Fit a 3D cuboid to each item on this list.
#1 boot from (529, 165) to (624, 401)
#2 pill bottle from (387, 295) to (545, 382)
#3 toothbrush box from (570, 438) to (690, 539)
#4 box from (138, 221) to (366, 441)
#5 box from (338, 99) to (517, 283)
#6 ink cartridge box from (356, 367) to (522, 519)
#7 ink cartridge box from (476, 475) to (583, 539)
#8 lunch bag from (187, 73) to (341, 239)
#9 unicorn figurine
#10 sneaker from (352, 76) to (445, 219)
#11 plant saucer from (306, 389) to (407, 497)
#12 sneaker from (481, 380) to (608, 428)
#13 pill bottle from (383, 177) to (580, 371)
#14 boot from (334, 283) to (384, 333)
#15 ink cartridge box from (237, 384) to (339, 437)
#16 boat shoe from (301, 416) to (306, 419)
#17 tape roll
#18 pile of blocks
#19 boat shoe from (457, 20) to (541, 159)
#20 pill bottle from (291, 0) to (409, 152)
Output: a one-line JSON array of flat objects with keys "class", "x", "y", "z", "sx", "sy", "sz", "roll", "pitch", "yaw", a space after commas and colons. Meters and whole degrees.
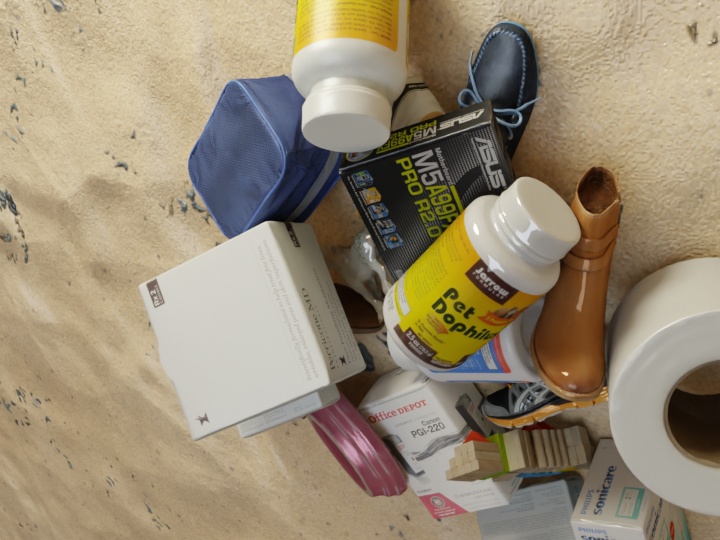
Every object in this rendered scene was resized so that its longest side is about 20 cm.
[{"class": "boot", "x": 0.213, "y": 0.009, "z": 0.708, "sx": 0.073, "sy": 0.201, "sz": 0.156, "roll": 6, "pitch": 133, "yaw": 4}, {"class": "pill bottle", "x": 0.127, "y": 0.075, "z": 0.862, "sx": 0.199, "sy": 0.112, "sz": 0.113, "roll": -8, "pitch": 113, "yaw": 47}, {"class": "toothbrush box", "x": 0.328, "y": 0.324, "z": 0.867, "sx": 0.085, "sy": 0.146, "sz": 0.202, "roll": -8, "pitch": 112, "yaw": 36}, {"class": "box", "x": -0.129, "y": 0.070, "z": 0.891, "sx": 0.198, "sy": 0.131, "sz": 0.201, "roll": -24, "pitch": 84, "yaw": 19}, {"class": "box", "x": 0.088, "y": -0.060, "z": 0.761, "sx": 0.158, "sy": 0.045, "sz": 0.201, "roll": -13, "pitch": 129, "yaw": 20}, {"class": "ink cartridge box", "x": 0.110, "y": 0.226, "z": 0.997, "sx": 0.145, "sy": 0.085, "sz": 0.201, "roll": -30, "pitch": 97, "yaw": 43}, {"class": "ink cartridge box", "x": 0.241, "y": 0.387, "z": 0.964, "sx": 0.159, "sy": 0.047, "sz": 0.202, "roll": -30, "pitch": 64, "yaw": 42}, {"class": "lunch bag", "x": -0.099, "y": -0.142, "z": 0.877, "sx": 0.137, "sy": 0.132, "sz": 0.200, "roll": 58, "pitch": 135, "yaw": 13}, {"class": "unicorn figurine", "x": 0.000, "y": 0.000, "z": 0.941, "sx": 0.138, "sy": 0.074, "sz": 0.200, "roll": 49, "pitch": 132, "yaw": 10}, {"class": "sneaker", "x": 0.039, "y": -0.136, "z": 0.836, "sx": 0.200, "sy": 0.075, "sz": 0.088, "roll": -52, "pitch": 54, "yaw": 52}, {"class": "plant saucer", "x": -0.014, "y": 0.250, "z": 1.058, "sx": 0.201, "sy": 0.051, "sz": 0.201, "roll": 47, "pitch": 163, "yaw": 19}, {"class": "sneaker", "x": 0.224, "y": 0.129, "z": 0.871, "sx": 0.199, "sy": 0.078, "sz": 0.078, "roll": -29, "pitch": 88, "yaw": 38}, {"class": "pill bottle", "x": 0.115, "y": 0.005, "z": 0.711, "sx": 0.109, "sy": 0.109, "sz": 0.200, "roll": 43, "pitch": 128, "yaw": 3}, {"class": "boot", "x": -0.054, "y": 0.090, "z": 1.044, "sx": 0.198, "sy": 0.070, "sz": 0.147, "roll": 20, "pitch": 134, "yaw": 24}, {"class": "ink cartridge box", "x": -0.132, "y": 0.112, "z": 1.014, "sx": 0.159, "sy": 0.047, "sz": 0.202, "roll": -26, "pitch": 81, "yaw": 33}, {"class": "boat shoe", "x": -0.119, "y": 0.202, "z": 1.143, "sx": 0.085, "sy": 0.075, "sz": 0.202, "roll": 19, "pitch": 147, "yaw": -14}, {"class": "tape roll", "x": 0.335, "y": 0.105, "z": 0.690, "sx": 0.200, "sy": 0.139, "sz": 0.205, "roll": 5, "pitch": 110, "yaw": 14}, {"class": "pile of blocks", "x": 0.199, "y": 0.221, "z": 0.912, "sx": 0.197, "sy": 0.063, "sz": 0.082, "roll": 1, "pitch": 152, "yaw": -14}, {"class": "boat shoe", "x": 0.136, "y": -0.146, "z": 0.750, "sx": 0.083, "sy": 0.069, "sz": 0.202, "roll": 18, "pitch": 127, "yaw": 24}, {"class": "pill bottle", "x": -0.009, "y": -0.223, "z": 0.705, "sx": 0.112, "sy": 0.112, "sz": 0.203, "roll": -9, "pitch": 72, "yaw": 38}]
